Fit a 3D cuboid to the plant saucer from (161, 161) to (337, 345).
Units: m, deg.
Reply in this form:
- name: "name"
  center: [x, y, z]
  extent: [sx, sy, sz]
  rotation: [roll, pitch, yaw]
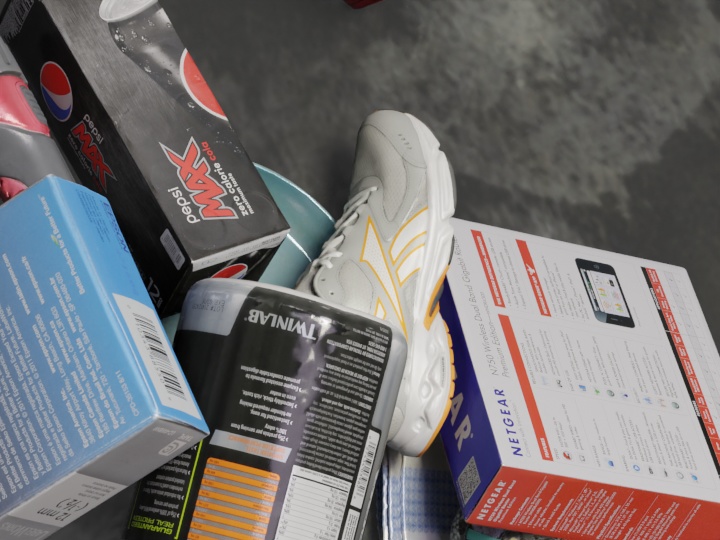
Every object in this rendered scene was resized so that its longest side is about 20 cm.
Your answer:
- name: "plant saucer"
  center: [-0.080, 0.032, 1.640]
  extent: [0.199, 0.027, 0.201]
  rotation: [10, 66, -24]

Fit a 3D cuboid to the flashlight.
- name: "flashlight"
  center: [-0.177, -0.028, 1.572]
  extent: [0.068, 0.068, 0.201]
  rotation: [-16, 72, -34]

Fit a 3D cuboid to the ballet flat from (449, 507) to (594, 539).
- name: "ballet flat"
  center: [0.146, 0.165, 1.672]
  extent: [0.199, 0.072, 0.073]
  rotation: [9, 69, -31]

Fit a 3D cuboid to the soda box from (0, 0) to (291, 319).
- name: "soda box"
  center: [-0.119, -0.078, 1.612]
  extent: [0.070, 0.063, 0.201]
  rotation: [-19, 69, -32]

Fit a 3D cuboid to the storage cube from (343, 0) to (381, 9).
- name: "storage cube"
  center: [0.009, -0.282, 1.690]
  extent: [0.179, 0.171, 0.201]
  rotation: [37, 71, -20]

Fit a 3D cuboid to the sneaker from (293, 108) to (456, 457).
- name: "sneaker"
  center: [0.000, 0.000, 1.639]
  extent: [0.091, 0.076, 0.201]
  rotation: [8, 66, -21]

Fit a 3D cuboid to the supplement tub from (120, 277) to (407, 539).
- name: "supplement tub"
  center: [-0.055, 0.114, 1.527]
  extent: [0.122, 0.122, 0.201]
  rotation: [18, 82, -22]

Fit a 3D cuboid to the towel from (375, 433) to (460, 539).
- name: "towel"
  center: [0.071, 0.161, 1.684]
  extent: [0.146, 0.024, 0.201]
  rotation: [7, 72, -29]

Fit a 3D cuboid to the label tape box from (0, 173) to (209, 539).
- name: "label tape box"
  center: [-0.193, 0.067, 1.499]
  extent: [0.066, 0.199, 0.144]
  rotation: [21, 39, -63]

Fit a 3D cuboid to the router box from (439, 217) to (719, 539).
- name: "router box"
  center: [0.125, 0.066, 1.679]
  extent: [0.178, 0.049, 0.201]
  rotation: [12, 40, -24]
